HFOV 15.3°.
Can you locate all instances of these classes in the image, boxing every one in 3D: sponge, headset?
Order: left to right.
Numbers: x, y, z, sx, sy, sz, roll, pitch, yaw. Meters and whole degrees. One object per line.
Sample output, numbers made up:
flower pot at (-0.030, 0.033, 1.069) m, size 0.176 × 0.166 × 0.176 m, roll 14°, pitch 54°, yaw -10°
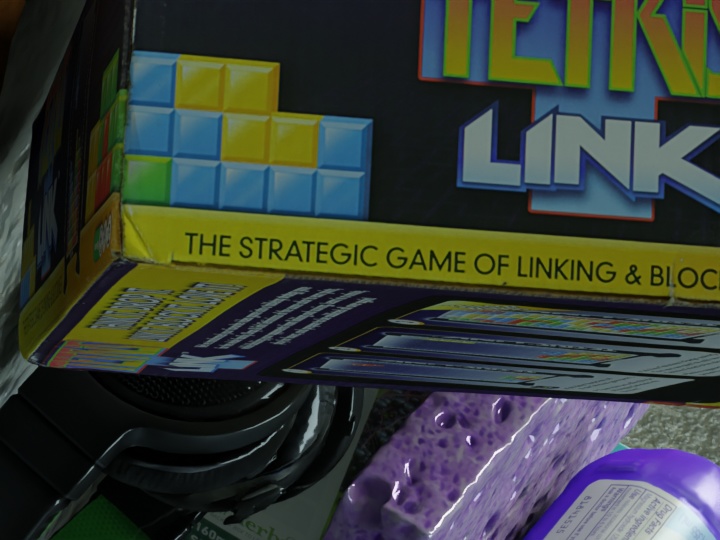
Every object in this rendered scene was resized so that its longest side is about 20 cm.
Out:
headset at (-0.027, 0.030, 0.645) m, size 0.200 × 0.094 × 0.124 m, roll -49°, pitch 168°, yaw -4°
sponge at (0.044, 0.050, 0.779) m, size 0.200 × 0.030 × 0.112 m, roll -44°, pitch 160°, yaw -45°

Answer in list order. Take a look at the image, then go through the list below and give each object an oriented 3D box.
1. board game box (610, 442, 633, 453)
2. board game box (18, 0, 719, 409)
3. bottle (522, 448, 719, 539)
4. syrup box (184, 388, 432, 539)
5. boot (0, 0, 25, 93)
board game box at (0.039, 0.167, 0.915) m, size 0.151 × 0.047 × 0.200 m, roll -56°, pitch 169°, yaw -36°
board game box at (0.030, -0.012, 0.465) m, size 0.200 × 0.165 × 0.057 m, roll 152°, pitch -58°, yaw -77°
bottle at (0.048, 0.138, 0.761) m, size 0.200 × 0.065 × 0.084 m, roll -45°, pitch 118°, yaw -36°
syrup box at (0.000, 0.000, 0.763) m, size 0.081 × 0.079 × 0.200 m, roll -50°, pitch 165°, yaw -50°
boot at (-0.083, -0.007, 0.423) m, size 0.188 × 0.068 × 0.200 m, roll 29°, pitch 77°, yaw -80°
